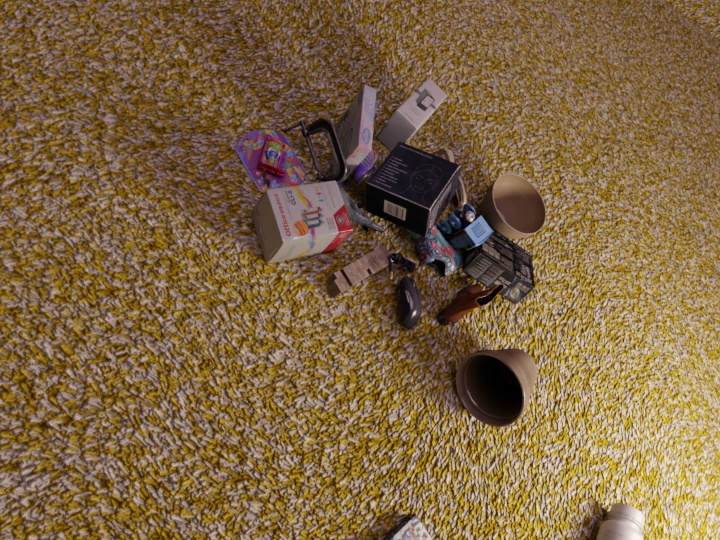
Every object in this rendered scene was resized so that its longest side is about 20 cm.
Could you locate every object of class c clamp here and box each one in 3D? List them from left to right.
[{"bbox_3d":[-0.112,-0.325,1.632,0.027,0.170,0.201,-25,94,-48],"label":"c clamp"}]

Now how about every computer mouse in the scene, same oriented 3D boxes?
[{"bbox_3d":[0.123,0.047,1.604,0.140,0.046,0.201,31,53,-51],"label":"computer mouse"}]

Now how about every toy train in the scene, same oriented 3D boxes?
[{"bbox_3d":[0.284,-0.112,1.702,0.087,0.200,0.115,-36,92,-18],"label":"toy train"}]

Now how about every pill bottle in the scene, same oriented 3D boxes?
[{"bbox_3d":[0.690,0.736,1.604,0.114,0.114,0.200,40,57,-6],"label":"pill bottle"}]

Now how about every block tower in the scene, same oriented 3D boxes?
[{"bbox_3d":[0.000,0.000,1.594,0.199,0.058,0.054,-30,86,-34],"label":"block tower"}]

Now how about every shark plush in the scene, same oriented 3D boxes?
[{"bbox_3d":[-0.025,-0.160,1.630,0.200,0.083,0.091,47,57,-3],"label":"shark plush"}]

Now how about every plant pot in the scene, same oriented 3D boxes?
[{"bbox_3d":[0.382,0.289,1.606,0.173,0.200,0.201,-19,79,-49],"label":"plant pot"},{"bbox_3d":[0.449,-0.177,1.848,0.199,0.134,0.202,10,65,-22],"label":"plant pot"}]

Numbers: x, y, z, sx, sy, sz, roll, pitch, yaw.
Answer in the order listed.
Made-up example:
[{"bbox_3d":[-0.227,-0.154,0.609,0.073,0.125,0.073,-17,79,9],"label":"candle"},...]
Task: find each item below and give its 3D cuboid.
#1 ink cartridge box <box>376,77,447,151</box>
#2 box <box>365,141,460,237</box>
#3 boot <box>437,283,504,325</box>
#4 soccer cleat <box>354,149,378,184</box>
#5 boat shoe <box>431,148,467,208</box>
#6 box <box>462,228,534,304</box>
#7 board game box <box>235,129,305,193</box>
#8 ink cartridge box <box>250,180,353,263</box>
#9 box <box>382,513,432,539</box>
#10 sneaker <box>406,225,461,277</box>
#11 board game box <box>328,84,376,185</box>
[{"bbox_3d":[0.155,-0.466,1.813,0.084,0.146,0.200,42,56,-4],"label":"ink cartridge box"},{"bbox_3d":[0.145,-0.230,1.681,0.199,0.124,0.197,25,58,17],"label":"box"},{"bbox_3d":[0.319,0.066,1.641,0.188,0.200,0.069,-26,82,-32],"label":"boot"},{"bbox_3d":[0.002,-0.301,1.672,0.073,0.068,0.200,48,26,-17],"label":"soccer cleat"},{"bbox_3d":[0.265,-0.277,1.842,0.074,0.075,0.203,-9,68,-15],"label":"boat shoe"},{"bbox_3d":[0.405,-0.023,1.762,0.199,0.086,0.164,30,38,-13],"label":"box"},{"bbox_3d":[-0.232,-0.301,1.608,0.158,0.039,0.201,-27,84,-33],"label":"board game box"},{"bbox_3d":[-0.151,-0.122,1.515,0.199,0.145,0.146,-13,76,-29],"label":"ink cartridge box"},{"bbox_3d":[0.129,0.690,1.382,0.137,0.040,0.201,-31,86,-32],"label":"box"},{"bbox_3d":[0.198,-0.063,1.707,0.200,0.079,0.096,43,59,-5],"label":"sneaker"},{"bbox_3d":[-0.023,-0.369,1.649,0.043,0.199,0.201,15,64,-21],"label":"board game box"}]
